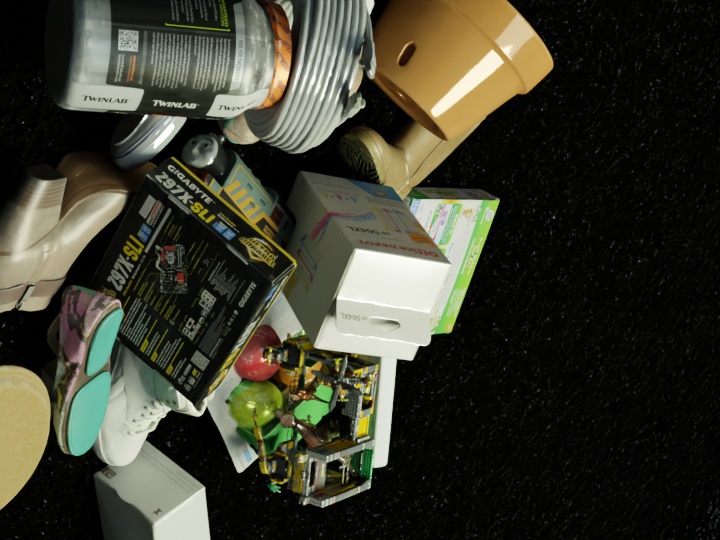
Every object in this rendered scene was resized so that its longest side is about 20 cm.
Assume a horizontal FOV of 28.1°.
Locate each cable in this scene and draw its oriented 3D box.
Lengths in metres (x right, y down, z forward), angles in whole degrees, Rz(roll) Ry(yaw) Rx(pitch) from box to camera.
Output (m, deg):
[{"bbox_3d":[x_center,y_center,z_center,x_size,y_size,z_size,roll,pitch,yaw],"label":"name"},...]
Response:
[{"bbox_3d":[-0.058,-0.210,1.358,0.069,0.201,0.200,9,151,-24],"label":"cable"}]

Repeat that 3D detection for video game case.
[{"bbox_3d":[0.002,0.104,1.735,0.023,0.182,0.201,-7,125,-16],"label":"video game case"}]

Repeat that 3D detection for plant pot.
[{"bbox_3d":[0.093,-0.238,1.581,0.140,0.200,0.200,-48,146,0],"label":"plant pot"}]

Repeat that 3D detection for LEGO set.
[{"bbox_3d":[-0.061,0.168,1.580,0.116,0.153,0.201,-9,116,-57],"label":"LEGO set"}]

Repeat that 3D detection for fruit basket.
[{"bbox_3d":[-0.113,0.112,1.685,0.185,0.094,0.201,-42,127,-25],"label":"fruit basket"}]

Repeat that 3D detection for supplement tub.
[{"bbox_3d":[-0.169,-0.197,1.264,0.199,0.123,0.123,1,117,-25],"label":"supplement tub"}]

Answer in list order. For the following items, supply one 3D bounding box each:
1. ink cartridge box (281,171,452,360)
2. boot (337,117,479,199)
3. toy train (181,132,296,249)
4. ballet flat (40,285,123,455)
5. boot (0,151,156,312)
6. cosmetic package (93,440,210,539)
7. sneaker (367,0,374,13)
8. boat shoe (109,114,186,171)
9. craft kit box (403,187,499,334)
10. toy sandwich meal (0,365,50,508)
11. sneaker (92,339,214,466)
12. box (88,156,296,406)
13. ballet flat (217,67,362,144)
[{"bbox_3d":[0.000,0.000,1.564,0.128,0.200,0.126,8,117,-29],"label":"ink cartridge box"},{"bbox_3d":[0.065,-0.171,1.708,0.200,0.066,0.175,-47,157,-17],"label":"boot"},{"bbox_3d":[-0.142,-0.059,1.507,0.114,0.085,0.200,-64,146,-18],"label":"toy train"},{"bbox_3d":[-0.284,0.094,1.430,0.069,0.071,0.201,-37,152,-48],"label":"ballet flat"},{"bbox_3d":[-0.281,-0.033,1.361,0.200,0.070,0.147,-7,128,-53],"label":"boot"},{"bbox_3d":[-0.232,0.307,1.634,0.081,0.113,0.201,-31,139,-35],"label":"cosmetic package"},{"bbox_3d":[-0.050,-0.320,1.443,0.099,0.078,0.201,-36,133,-19],"label":"sneaker"},{"bbox_3d":[-0.187,-0.191,1.366,0.067,0.073,0.201,41,74,-36],"label":"boat shoe"},{"bbox_3d":[0.082,-0.010,1.867,0.197,0.048,0.201,0,115,-50],"label":"craft kit box"},{"bbox_3d":[-0.384,0.159,1.367,0.205,0.070,0.206,-38,145,-33],"label":"toy sandwich meal"},{"bbox_3d":[-0.218,0.141,1.522,0.074,0.115,0.201,-14,127,-49],"label":"sneaker"},{"bbox_3d":[-0.170,0.015,1.385,0.049,0.160,0.200,-40,168,-50],"label":"box"},{"bbox_3d":[-0.061,-0.192,1.504,0.200,0.068,0.067,-37,170,-35],"label":"ballet flat"}]
